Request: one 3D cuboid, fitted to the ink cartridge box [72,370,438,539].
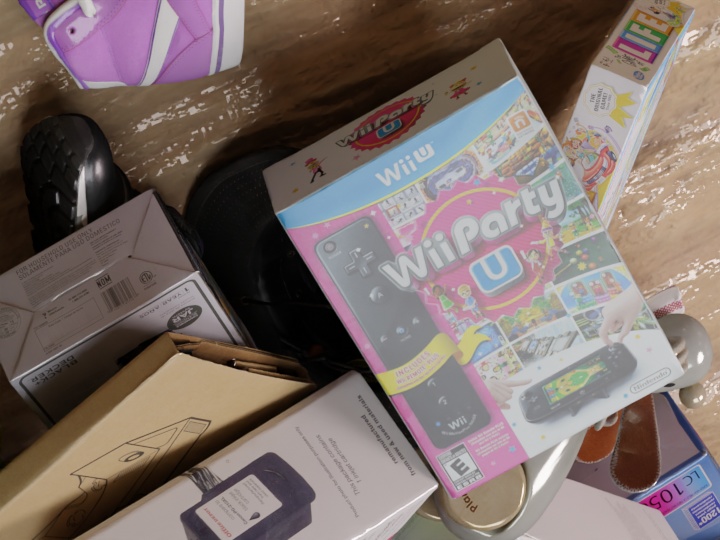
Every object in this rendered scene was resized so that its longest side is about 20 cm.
[{"bbox_3d":[-0.075,0.157,1.602,0.199,0.085,0.145,-30,168,-29],"label":"ink cartridge box"}]

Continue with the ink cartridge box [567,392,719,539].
[{"bbox_3d":[0.191,0.180,1.984,0.136,0.077,0.200,-32,141,4],"label":"ink cartridge box"}]

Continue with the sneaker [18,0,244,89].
[{"bbox_3d":[-0.116,-0.164,1.468,0.114,0.073,0.201,-12,137,-14],"label":"sneaker"}]

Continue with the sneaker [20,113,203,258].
[{"bbox_3d":[-0.131,-0.025,1.607,0.087,0.076,0.200,-19,148,-16],"label":"sneaker"}]

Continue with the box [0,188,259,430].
[{"bbox_3d":[-0.119,0.050,1.594,0.116,0.060,0.200,-31,150,0],"label":"box"}]

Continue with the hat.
[{"bbox_3d":[0.000,0.000,1.676,0.081,0.200,0.201,-50,157,-42],"label":"hat"}]

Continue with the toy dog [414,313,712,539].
[{"bbox_3d":[0.121,0.111,1.686,0.199,0.132,0.097,-26,98,9],"label":"toy dog"}]

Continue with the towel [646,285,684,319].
[{"bbox_3d":[0.127,0.064,1.807,0.146,0.030,0.200,-25,165,-2],"label":"towel"}]

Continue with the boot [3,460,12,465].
[{"bbox_3d":[-0.202,0.204,1.716,0.165,0.072,0.201,-9,109,23],"label":"boot"}]

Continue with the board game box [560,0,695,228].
[{"bbox_3d":[0.126,-0.046,1.662,0.034,0.135,0.201,23,118,7],"label":"board game box"}]

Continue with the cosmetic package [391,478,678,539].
[{"bbox_3d":[0.112,0.190,1.823,0.200,0.085,0.108,24,116,-44],"label":"cosmetic package"}]

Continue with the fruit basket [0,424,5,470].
[{"bbox_3d":[-0.242,0.055,1.519,0.215,0.216,0.156,19,121,-40],"label":"fruit basket"}]

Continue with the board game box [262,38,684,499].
[{"bbox_3d":[0.060,0.001,1.562,0.147,0.064,0.201,-29,114,6],"label":"board game box"}]

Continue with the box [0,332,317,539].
[{"bbox_3d":[-0.134,0.107,1.556,0.200,0.021,0.163,-39,160,15],"label":"box"}]
